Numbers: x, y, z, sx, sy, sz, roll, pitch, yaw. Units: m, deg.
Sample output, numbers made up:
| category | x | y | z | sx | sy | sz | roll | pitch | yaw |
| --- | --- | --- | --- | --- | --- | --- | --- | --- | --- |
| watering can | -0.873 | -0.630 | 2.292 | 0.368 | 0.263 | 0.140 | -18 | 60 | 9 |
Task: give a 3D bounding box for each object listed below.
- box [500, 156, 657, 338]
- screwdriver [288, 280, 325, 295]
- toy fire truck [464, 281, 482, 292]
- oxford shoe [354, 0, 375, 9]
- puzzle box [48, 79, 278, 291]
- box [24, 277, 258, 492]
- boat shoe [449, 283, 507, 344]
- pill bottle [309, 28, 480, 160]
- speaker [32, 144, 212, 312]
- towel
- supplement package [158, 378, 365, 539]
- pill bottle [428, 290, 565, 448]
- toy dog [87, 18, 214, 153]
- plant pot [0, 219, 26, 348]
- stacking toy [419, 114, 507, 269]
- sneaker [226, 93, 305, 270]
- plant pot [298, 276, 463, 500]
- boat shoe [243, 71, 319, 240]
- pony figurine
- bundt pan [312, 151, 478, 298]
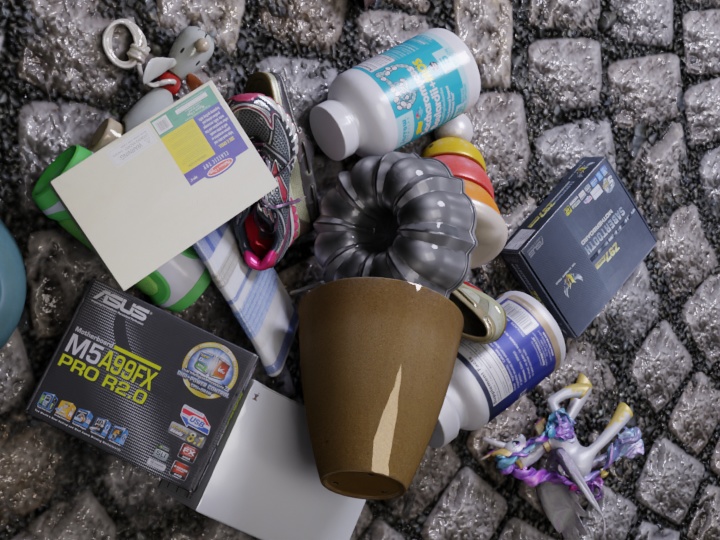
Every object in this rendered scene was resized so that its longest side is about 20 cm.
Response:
| category | x | y | z | sx | sy | sz | roll | pitch | yaw |
| --- | --- | --- | --- | --- | --- | --- | --- | --- | --- |
| box | 0.297 | -0.032 | 1.687 | 0.200 | 0.051 | 0.158 | -45 | 115 | -21 |
| screwdriver | 0.000 | 0.000 | 1.519 | 0.200 | 0.029 | 0.028 | -20 | 103 | -35 |
| toy fire truck | 0.068 | 0.074 | 1.557 | 0.200 | 0.049 | 0.141 | -50 | 116 | -18 |
| oxford shoe | -0.038 | -0.390 | 1.456 | 0.200 | 0.071 | 0.073 | 40 | 78 | -27 |
| puzzle box | -0.199 | -0.088 | 1.281 | 0.200 | 0.025 | 0.133 | -35 | 100 | -17 |
| box | -0.231 | 0.123 | 1.331 | 0.199 | 0.044 | 0.161 | 26 | 79 | 1 |
| boat shoe | 0.073 | 0.029 | 1.456 | 0.073 | 0.200 | 0.063 | -64 | 162 | 13 |
| pill bottle | 0.038 | -0.203 | 1.487 | 0.200 | 0.111 | 0.111 | -31 | 108 | -26 |
| speaker | -0.251 | -0.043 | 1.335 | 0.200 | 0.088 | 0.089 | 42 | 72 | -25 |
| towel | -0.131 | 0.009 | 1.397 | 0.024 | 0.147 | 0.200 | -24 | 111 | 17 |
| supplement package | -0.098 | 0.228 | 1.431 | 0.200 | 0.111 | 0.156 | 30 | 78 | -28 |
| pill bottle | 0.141 | 0.121 | 1.509 | 0.200 | 0.116 | 0.116 | -33 | 109 | -24 |
| toy dog | -0.213 | -0.175 | 1.346 | 0.131 | 0.096 | 0.201 | 9 | 88 | -32 |
| plant pot | -0.412 | 0.016 | 1.217 | 0.199 | 0.135 | 0.201 | -2 | 94 | -31 |
| stacking toy | 0.109 | -0.112 | 1.537 | 0.146 | 0.146 | 0.201 | 27 | 51 | -29 |
| sneaker | -0.107 | -0.097 | 1.364 | 0.075 | 0.080 | 0.201 | -69 | 153 | -61 |
| plant pot | 0.013 | 0.139 | 1.353 | 0.186 | 0.186 | 0.201 | 24 | 58 | -30 |
| boat shoe | -0.087 | -0.134 | 1.443 | 0.066 | 0.072 | 0.202 | -20 | 110 | -37 |
| pony figurine | 0.280 | 0.253 | 1.655 | 0.200 | 0.167 | 0.193 | -34 | 77 | -21 |
| bundt pan | 0.027 | -0.042 | 1.413 | 0.076 | 0.201 | 0.203 | 15 | 85 | -57 |
